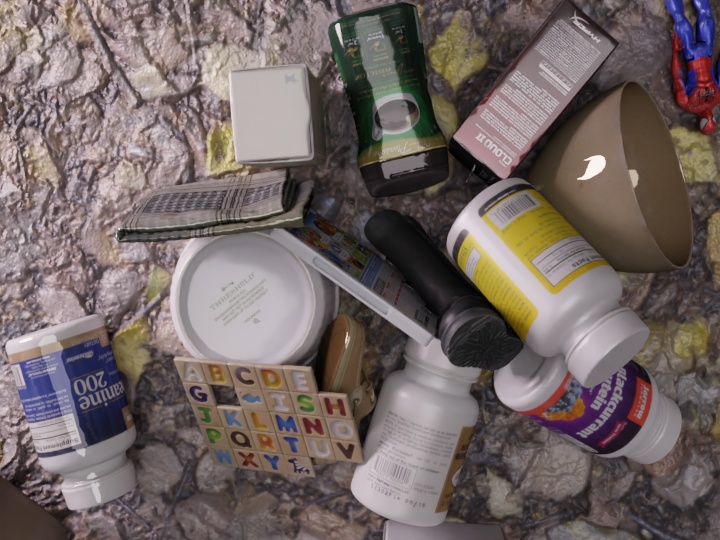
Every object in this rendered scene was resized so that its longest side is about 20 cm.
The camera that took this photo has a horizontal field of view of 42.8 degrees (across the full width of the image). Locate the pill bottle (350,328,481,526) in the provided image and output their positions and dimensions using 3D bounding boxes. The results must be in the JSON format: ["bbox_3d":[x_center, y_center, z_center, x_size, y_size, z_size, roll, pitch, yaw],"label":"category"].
[{"bbox_3d":[0.070,0.171,1.028,0.113,0.114,0.202,18,94,0],"label":"pill bottle"}]

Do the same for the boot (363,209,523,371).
[{"bbox_3d":[0.073,0.007,0.956,0.066,0.165,0.201,-39,63,7],"label":"boot"}]

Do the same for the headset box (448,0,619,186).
[{"bbox_3d":[0.171,-0.174,0.984,0.075,0.149,0.200,40,93,2],"label":"headset box"}]

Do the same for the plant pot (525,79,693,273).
[{"bbox_3d":[0.256,-0.084,0.984,0.134,0.200,0.202,-17,94,34],"label":"plant pot"}]

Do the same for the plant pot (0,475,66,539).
[{"bbox_3d":[-0.436,0.314,1.029,0.172,0.200,0.201,29,95,-16],"label":"plant pot"}]

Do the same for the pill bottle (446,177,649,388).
[{"bbox_3d":[0.184,0.013,0.899,0.111,0.111,0.200,-40,62,4],"label":"pill bottle"}]

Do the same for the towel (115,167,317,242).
[{"bbox_3d":[-0.146,-0.073,0.981,0.198,0.193,0.035,-5,105,2],"label":"towel"}]

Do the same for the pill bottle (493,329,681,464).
[{"bbox_3d":[0.253,0.136,1.003,0.199,0.111,0.112,29,95,-23],"label":"pill bottle"}]

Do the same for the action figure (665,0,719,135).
[{"bbox_3d":[0.375,-0.252,1.025,0.065,0.052,0.202,-10,96,-1],"label":"action figure"}]

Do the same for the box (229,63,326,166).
[{"bbox_3d":[-0.081,-0.157,0.966,0.077,0.200,0.096,-4,94,2],"label":"box"}]

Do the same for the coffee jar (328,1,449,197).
[{"bbox_3d":[0.034,-0.185,1.019,0.103,0.085,0.202,-12,93,0],"label":"coffee jar"}]

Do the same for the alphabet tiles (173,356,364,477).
[{"bbox_3d":[-0.097,0.167,1.013,0.198,0.008,0.169,2,127,21],"label":"alphabet tiles"}]

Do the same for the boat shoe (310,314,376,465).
[{"bbox_3d":[-0.017,0.134,1.031,0.064,0.072,0.202,3,125,-16],"label":"boat shoe"}]

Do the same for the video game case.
[{"bbox_3d":[0.000,0.000,1.004,0.199,0.143,0.018,36,106,-1],"label":"video game case"}]

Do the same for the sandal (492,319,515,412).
[{"bbox_3d":[0.187,0.066,1.047,0.079,0.054,0.203,3,94,1],"label":"sandal"}]

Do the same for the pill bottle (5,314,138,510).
[{"bbox_3d":[-0.319,0.160,1.040,0.110,0.111,0.202,-16,94,3],"label":"pill bottle"}]

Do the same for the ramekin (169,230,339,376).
[{"bbox_3d":[-0.122,0.032,1.034,0.200,0.094,0.205,0,95,2],"label":"ramekin"}]

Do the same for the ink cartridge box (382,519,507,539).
[{"bbox_3d":[0.094,0.402,1.028,0.145,0.146,0.203,2,94,2],"label":"ink cartridge box"}]
